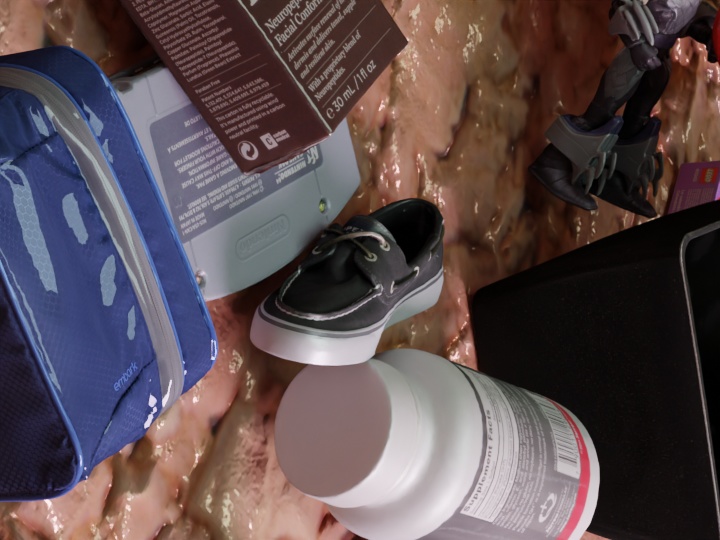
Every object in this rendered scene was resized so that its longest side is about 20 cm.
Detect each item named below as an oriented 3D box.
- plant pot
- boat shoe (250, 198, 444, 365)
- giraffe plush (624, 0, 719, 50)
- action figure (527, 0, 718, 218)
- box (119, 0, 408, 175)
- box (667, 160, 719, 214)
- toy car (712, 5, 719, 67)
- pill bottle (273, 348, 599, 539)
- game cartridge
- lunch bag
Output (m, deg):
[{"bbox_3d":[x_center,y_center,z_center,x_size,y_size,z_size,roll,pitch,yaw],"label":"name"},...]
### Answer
[{"bbox_3d":[0.185,0.061,1.587,0.200,0.177,0.200,-20,104,-52],"label":"plant pot"},{"bbox_3d":[0.000,0.000,1.402,0.200,0.070,0.066,-24,127,-61],"label":"boat shoe"},{"bbox_3d":[0.247,-0.205,1.729,0.162,0.200,0.173,-10,98,-24],"label":"giraffe plush"},{"bbox_3d":[0.184,-0.136,1.615,0.130,0.069,0.201,-5,122,-50],"label":"action figure"},{"bbox_3d":[-0.071,-0.162,1.303,0.200,0.075,0.100,53,43,-16],"label":"box"},{"bbox_3d":[0.250,0.042,1.793,0.137,0.039,0.201,46,52,-43],"label":"box"},{"bbox_3d":[0.304,-0.142,1.602,0.200,0.150,0.176,-6,104,-59],"label":"toy car"},{"bbox_3d":[0.042,0.107,1.443,0.200,0.110,0.111,23,69,-51],"label":"pill bottle"},{"bbox_3d":[-0.075,-0.059,1.360,0.200,0.041,0.134,-32,109,-50],"label":"game cartridge"},{"bbox_3d":[-0.163,-0.008,1.150,0.132,0.136,0.201,-42,119,-47],"label":"lunch bag"}]
